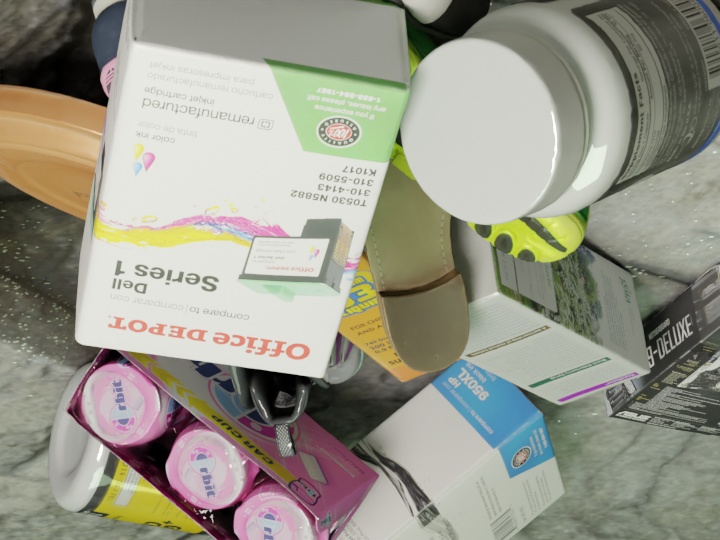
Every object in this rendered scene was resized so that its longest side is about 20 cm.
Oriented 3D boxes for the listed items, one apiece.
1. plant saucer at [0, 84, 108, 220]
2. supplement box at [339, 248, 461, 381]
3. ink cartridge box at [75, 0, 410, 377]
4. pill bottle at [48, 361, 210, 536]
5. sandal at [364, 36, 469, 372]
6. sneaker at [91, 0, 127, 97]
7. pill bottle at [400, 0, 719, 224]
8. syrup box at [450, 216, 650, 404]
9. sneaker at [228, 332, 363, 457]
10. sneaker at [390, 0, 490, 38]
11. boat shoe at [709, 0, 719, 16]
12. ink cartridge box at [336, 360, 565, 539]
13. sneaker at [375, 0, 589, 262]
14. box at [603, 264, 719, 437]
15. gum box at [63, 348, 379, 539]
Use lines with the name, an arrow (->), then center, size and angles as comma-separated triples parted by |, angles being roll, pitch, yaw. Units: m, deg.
plant saucer -> -0.146, -0.054, 1.246 | 0.199, 0.033, 0.200 | 19, 168, 4
supplement box -> 0.000, 0.000, 1.399 | 0.066, 0.069, 0.200 | -22, 142, 24
ink cartridge box -> -0.066, -0.049, 1.112 | 0.143, 0.084, 0.201 | 9, 128, -10
pill bottle -> -0.125, 0.140, 1.573 | 0.198, 0.113, 0.112 | 14, 145, -25
sandal -> 0.025, -0.047, 1.295 | 0.077, 0.070, 0.214 | -10, 110, -11
sneaker -> -0.076, -0.093, 1.222 | 0.199, 0.083, 0.070 | 24, 138, -37
pill bottle -> 0.113, -0.092, 1.124 | 0.113, 0.114, 0.199 | -31, 175, 38
syrup box -> 0.110, 0.021, 1.412 | 0.081, 0.079, 0.199 | -22, 151, 29
sneaker -> -0.048, 0.069, 1.432 | 0.077, 0.141, 0.200 | -19, 146, 17
sneaker -> 0.043, -0.191, 1.080 | 0.088, 0.075, 0.200 | -13, 148, 20
boat shoe -> 0.232, -0.151, 1.176 | 0.071, 0.061, 0.202 | 7, 147, -18
ink cartridge box -> 0.048, 0.175, 1.582 | 0.200, 0.084, 0.145 | -39, 149, -10
sneaker -> 0.059, -0.091, 1.222 | 0.200, 0.084, 0.074 | 45, 139, -14
box -> 0.303, 0.071, 1.559 | 0.198, 0.050, 0.158 | 12, 145, -24
gum box -> -0.089, 0.122, 1.438 | 0.066, 0.199, 0.113 | -56, 167, 20
